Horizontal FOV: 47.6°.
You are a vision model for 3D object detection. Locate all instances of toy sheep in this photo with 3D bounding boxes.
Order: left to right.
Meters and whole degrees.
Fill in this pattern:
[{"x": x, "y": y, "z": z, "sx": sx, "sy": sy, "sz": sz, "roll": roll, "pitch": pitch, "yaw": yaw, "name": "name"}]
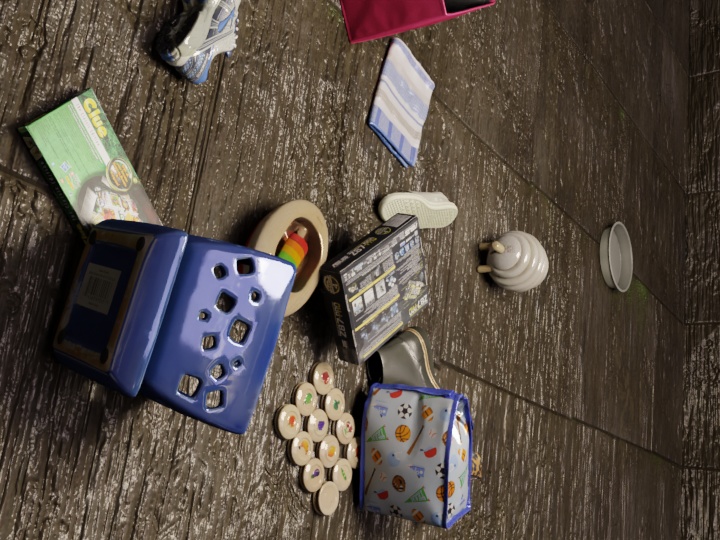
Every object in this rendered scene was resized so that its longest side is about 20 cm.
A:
[{"x": 0.323, "y": -0.020, "z": 1.714, "sx": 0.199, "sy": 0.136, "sz": 0.141, "roll": 19, "pitch": 71, "yaw": -51, "name": "toy sheep"}]

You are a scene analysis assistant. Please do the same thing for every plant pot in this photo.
[{"x": -0.216, "y": 0.049, "z": 0.907, "sx": 0.178, "sy": 0.198, "sz": 0.204, "roll": 23, "pitch": 81, "yaw": -43, "name": "plant pot"}]

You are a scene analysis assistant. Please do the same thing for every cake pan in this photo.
[{"x": 0.741, "y": -0.039, "z": 2.364, "sx": 0.199, "sy": 0.036, "sz": 0.205, "roll": 8, "pitch": 80, "yaw": -53, "name": "cake pan"}]

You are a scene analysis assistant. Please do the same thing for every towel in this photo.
[{"x": 0.079, "y": -0.310, "z": 1.503, "sx": 0.147, "sy": 0.023, "sz": 0.203, "roll": 41, "pitch": 55, "yaw": -43, "name": "towel"}]

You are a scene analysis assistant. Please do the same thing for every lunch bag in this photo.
[{"x": 0.092, "y": 0.287, "z": 1.317, "sx": 0.123, "sy": 0.167, "sz": 0.204, "roll": -10, "pitch": 100, "yaw": -61, "name": "lunch bag"}]

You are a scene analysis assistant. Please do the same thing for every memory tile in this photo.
[{"x": -0.057, "y": 0.260, "z": 1.263, "sx": 0.153, "sy": 0.017, "sz": 0.203, "roll": -47, "pitch": 124, "yaw": -45, "name": "memory tile"}]

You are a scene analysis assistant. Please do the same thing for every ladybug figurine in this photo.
[{"x": -0.116, "y": -0.016, "z": 1.165, "sx": 0.201, "sy": 0.071, "sz": 0.137, "roll": -57, "pitch": 131, "yaw": -40, "name": "ladybug figurine"}]

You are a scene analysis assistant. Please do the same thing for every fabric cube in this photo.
[{"x": 0.086, "y": -0.519, "z": 1.390, "sx": 0.195, "sy": 0.197, "sz": 0.204, "roll": -32, "pitch": 112, "yaw": -49, "name": "fabric cube"}]

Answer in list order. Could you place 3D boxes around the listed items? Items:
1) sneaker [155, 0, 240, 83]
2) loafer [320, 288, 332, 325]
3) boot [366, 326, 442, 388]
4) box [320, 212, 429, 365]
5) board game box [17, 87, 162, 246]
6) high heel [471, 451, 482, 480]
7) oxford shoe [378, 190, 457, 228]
[{"x": -0.200, "y": -0.335, "z": 1.097, "sx": 0.202, "sy": 0.076, "sz": 0.086, "roll": -64, "pitch": 144, "yaw": -25, "name": "sneaker"}, {"x": 0.000, "y": 0.000, "z": 1.319, "sx": 0.201, "sy": 0.072, "sz": 0.072, "roll": -57, "pitch": 131, "yaw": -39, "name": "loafer"}, {"x": 0.075, "y": 0.213, "z": 1.413, "sx": 0.137, "sy": 0.077, "sz": 0.204, "roll": -17, "pitch": 89, "yaw": -48, "name": "boot"}, {"x": 0.029, "y": 0.025, "z": 1.267, "sx": 0.199, "sy": 0.048, "sz": 0.164, "roll": -37, "pitch": 125, "yaw": -41, "name": "box"}, {"x": -0.307, "y": -0.099, "z": 0.955, "sx": 0.105, "sy": 0.023, "sz": 0.203, "roll": -47, "pitch": 123, "yaw": -43, "name": "board game box"}, {"x": 0.181, "y": 0.408, "z": 1.522, "sx": 0.143, "sy": 0.071, "sz": 0.202, "roll": 53, "pitch": 38, "yaw": -28, "name": "high heel"}, {"x": 0.098, "y": -0.116, "z": 1.487, "sx": 0.198, "sy": 0.076, "sz": 0.058, "roll": -1, "pitch": 45, "yaw": -46, "name": "oxford shoe"}]
